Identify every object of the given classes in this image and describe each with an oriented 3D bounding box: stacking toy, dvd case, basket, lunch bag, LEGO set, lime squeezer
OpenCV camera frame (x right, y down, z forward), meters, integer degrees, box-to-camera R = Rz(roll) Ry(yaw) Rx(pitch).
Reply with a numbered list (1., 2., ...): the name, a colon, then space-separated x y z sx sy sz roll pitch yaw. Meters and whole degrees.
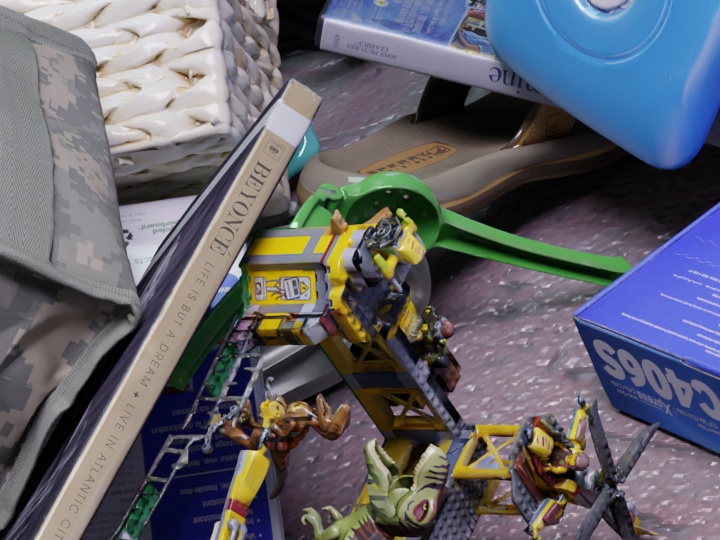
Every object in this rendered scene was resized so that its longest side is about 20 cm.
1. stacking toy: 0.149 -0.120 1.077 0.110 0.116 0.200 39 34 29
2. dvd case: -0.081 0.047 0.903 0.200 0.016 0.149 -63 8 -28
3. basket: -0.131 -0.074 1.085 0.200 0.123 0.136 -10 -14 8
4. lunch bag: -0.183 -0.033 0.906 0.118 0.200 0.164 -57 25 23
5. LEGO set: 0.015 0.079 0.847 0.116 0.154 0.200 -2 39 37
6. lime squeezer: 0.000 0.000 1.021 0.200 0.071 0.038 -11 -26 -36
7. dvd case: 0.094 -0.104 1.127 0.200 0.018 0.143 14 36 6

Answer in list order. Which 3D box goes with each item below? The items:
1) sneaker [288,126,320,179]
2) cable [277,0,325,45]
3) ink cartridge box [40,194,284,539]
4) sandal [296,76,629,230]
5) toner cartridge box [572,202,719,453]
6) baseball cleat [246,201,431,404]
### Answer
1. sneaker: -0.083 -0.021 1.183 0.091 0.078 0.200 -2 37 30
2. cable: -0.075 -0.106 1.278 0.163 0.051 0.200 -8 -5 4
3. ink cartridge box: -0.077 0.066 0.992 0.095 0.037 0.200 -8 55 -2
4. sandal: 0.054 -0.066 1.128 0.080 0.054 0.200 14 27 42
5. toner cartridge box: 0.165 0.028 0.922 0.095 0.043 0.200 -37 29 -18
6. baseball cleat: -0.071 0.036 1.093 0.200 0.070 0.106 -22 20 -15
